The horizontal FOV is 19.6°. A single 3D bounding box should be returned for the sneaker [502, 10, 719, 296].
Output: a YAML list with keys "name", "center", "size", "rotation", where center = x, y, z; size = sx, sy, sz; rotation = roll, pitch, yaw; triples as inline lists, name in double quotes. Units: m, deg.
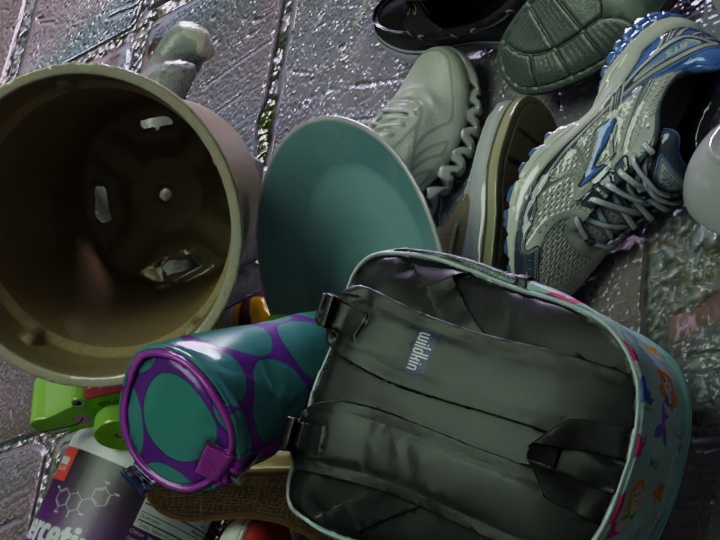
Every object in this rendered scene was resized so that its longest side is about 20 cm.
- name: "sneaker"
  center: [0.159, -0.063, 1.247]
  size: [0.085, 0.077, 0.200]
  rotation: [29, 88, 50]

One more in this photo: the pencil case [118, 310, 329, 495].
- name: "pencil case"
  center: [-0.053, 0.074, 1.211]
  size: [0.085, 0.200, 0.092]
  rotation: [-44, 73, 29]

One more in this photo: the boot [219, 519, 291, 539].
- name: "boot"
  center: [-0.022, 0.217, 1.272]
  size: [0.144, 0.072, 0.200]
  rotation: [-22, 40, 22]

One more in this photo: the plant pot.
- name: "plant pot"
  center: [-0.151, -0.041, 1.356]
  size: [0.200, 0.200, 0.183]
  rotation: [-47, -2, 15]

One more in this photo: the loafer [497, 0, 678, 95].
- name: "loafer"
  center: [0.176, -0.179, 1.338]
  size: [0.200, 0.063, 0.072]
  rotation: [-40, 71, 30]

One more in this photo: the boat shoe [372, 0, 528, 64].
- name: "boat shoe"
  center: [0.065, -0.185, 1.454]
  size: [0.200, 0.066, 0.070]
  rotation: [13, 75, 53]

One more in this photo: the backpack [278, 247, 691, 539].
- name: "backpack"
  center: [0.080, 0.093, 1.140]
  size: [0.200, 0.150, 0.178]
  rotation: [14, 84, 38]

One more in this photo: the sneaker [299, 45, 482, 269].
- name: "sneaker"
  center: [0.019, -0.071, 1.414]
  size: [0.075, 0.081, 0.200]
  rotation: [2, 65, 53]

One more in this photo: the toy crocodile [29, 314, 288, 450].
- name: "toy crocodile"
  center: [-0.126, 0.071, 1.362]
  size: [0.200, 0.062, 0.068]
  rotation: [-8, 53, 17]

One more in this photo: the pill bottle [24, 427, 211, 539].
- name: "pill bottle"
  center: [-0.168, 0.184, 1.420]
  size: [0.112, 0.112, 0.200]
  rotation: [8, 71, 52]

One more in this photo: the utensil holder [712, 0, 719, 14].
- name: "utensil holder"
  center: [0.300, -0.211, 1.107]
  size: [0.200, 0.170, 0.170]
  rotation: [-12, 55, 44]

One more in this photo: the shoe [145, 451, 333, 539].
- name: "shoe"
  center: [-0.038, 0.130, 1.301]
  size: [0.200, 0.070, 0.053]
  rotation: [6, 35, 19]

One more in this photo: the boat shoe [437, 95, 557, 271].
- name: "boat shoe"
  center: [0.079, -0.016, 1.304]
  size: [0.068, 0.075, 0.200]
  rotation: [-13, 57, 41]

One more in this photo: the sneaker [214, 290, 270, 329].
- name: "sneaker"
  center: [-0.085, 0.055, 1.461]
  size: [0.200, 0.075, 0.090]
  rotation: [19, 71, 47]

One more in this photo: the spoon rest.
- name: "spoon rest"
  center: [0.244, -0.036, 1.139]
  size: [0.099, 0.061, 0.200]
  rotation: [-32, 29, 0]

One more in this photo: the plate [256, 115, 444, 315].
- name: "plate"
  center: [0.000, 0.000, 1.310]
  size: [0.200, 0.026, 0.201]
  rotation: [22, 118, 48]

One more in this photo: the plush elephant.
- name: "plush elephant"
  center: [-0.117, -0.060, 1.524]
  size: [0.200, 0.155, 0.165]
  rotation: [-48, -24, -46]
